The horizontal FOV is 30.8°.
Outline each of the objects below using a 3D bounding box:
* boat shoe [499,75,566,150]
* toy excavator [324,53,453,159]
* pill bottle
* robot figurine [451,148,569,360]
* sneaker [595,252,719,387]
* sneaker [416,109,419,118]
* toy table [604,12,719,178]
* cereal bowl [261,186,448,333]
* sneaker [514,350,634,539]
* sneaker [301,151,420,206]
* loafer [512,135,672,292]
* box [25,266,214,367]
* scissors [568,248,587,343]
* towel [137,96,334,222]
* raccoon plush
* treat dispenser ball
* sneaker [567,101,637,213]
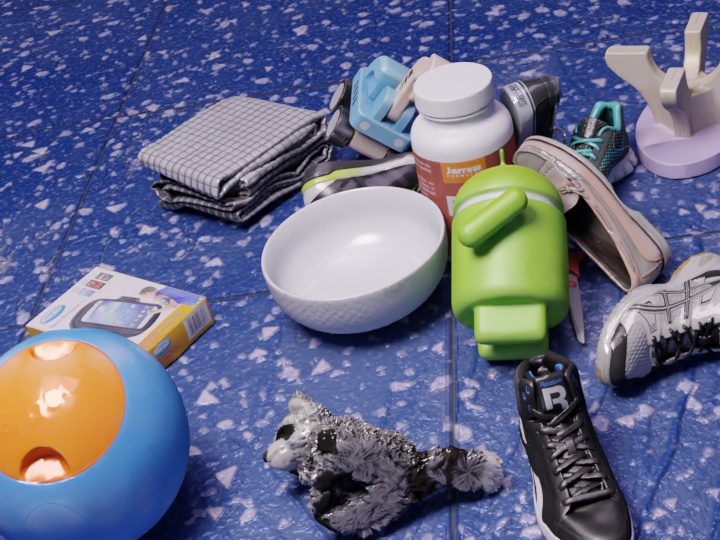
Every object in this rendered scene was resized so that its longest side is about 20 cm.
[{"bbox_3d":[0.190,-0.157,1.467,0.068,0.200,0.074,-22,64,-7],"label":"boat shoe"},{"bbox_3d":[0.045,-0.210,1.564,0.099,0.200,0.195,24,36,-16],"label":"toy excavator"},{"bbox_3d":[0.115,-0.115,1.411,0.111,0.201,0.113,-10,34,7],"label":"pill bottle"},{"bbox_3d":[0.147,-0.014,1.292,0.115,0.176,0.202,-3,66,11],"label":"robot figurine"},{"bbox_3d":[0.304,0.049,1.218,0.199,0.076,0.087,-34,39,-27],"label":"sneaker"},{"bbox_3d":[0.097,-0.192,1.633,0.075,0.078,0.201,-11,30,4],"label":"sneaker"},{"bbox_3d":[0.382,-0.209,1.529,0.182,0.118,0.201,-3,36,16],"label":"toy table"},{"bbox_3d":[0.000,0.000,1.387,0.198,0.084,0.201,-11,35,8],"label":"cereal bowl"},{"bbox_3d":[0.168,0.146,1.092,0.072,0.113,0.200,-16,34,-3],"label":"sneaker"},{"bbox_3d":[0.025,-0.085,1.541,0.198,0.072,0.084,-7,72,-4],"label":"sneaker"},{"bbox_3d":[0.229,-0.059,1.342,0.200,0.072,0.063,43,57,14],"label":"loafer"},{"bbox_3d":[-0.275,0.056,1.448,0.199,0.042,0.119,15,43,32],"label":"box"},{"bbox_3d":[0.223,0.008,1.357,0.072,0.014,0.201,-6,36,-13],"label":"scissors"},{"bbox_3d":[-0.154,-0.138,1.651,0.165,0.086,0.200,19,44,37],"label":"towel"},{"bbox_3d":[0.014,0.171,1.172,0.198,0.098,0.134,11,15,-16],"label":"raccoon plush"},{"bbox_3d":[-0.250,0.152,1.155,0.199,0.202,0.202,-9,34,6],"label":"treat dispenser ball"},{"bbox_3d":[0.251,-0.124,1.464,0.077,0.092,0.200,6,34,25],"label":"sneaker"}]
